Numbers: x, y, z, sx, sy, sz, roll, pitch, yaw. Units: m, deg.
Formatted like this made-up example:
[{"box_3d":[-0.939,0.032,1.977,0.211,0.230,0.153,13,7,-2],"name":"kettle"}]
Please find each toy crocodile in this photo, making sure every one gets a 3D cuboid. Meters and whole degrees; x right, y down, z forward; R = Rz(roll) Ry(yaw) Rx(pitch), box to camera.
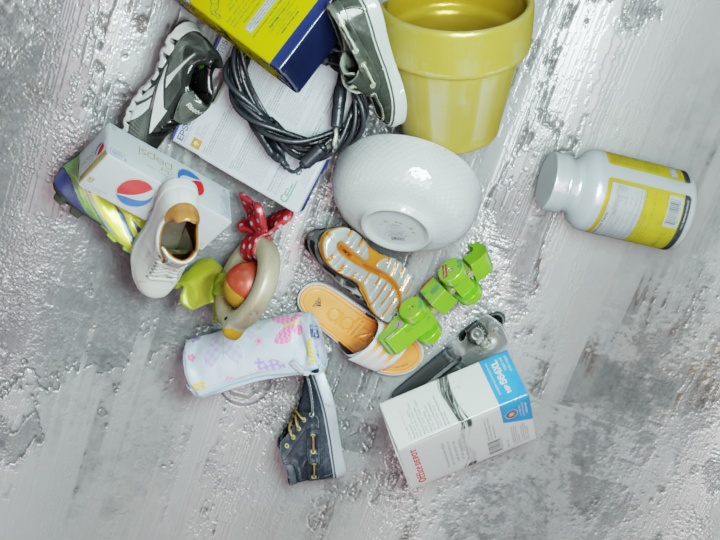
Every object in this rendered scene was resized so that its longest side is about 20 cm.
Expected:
[{"box_3d":[0.104,0.039,1.774,0.200,0.062,0.068,-43,131,1],"name":"toy crocodile"}]

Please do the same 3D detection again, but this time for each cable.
[{"box_3d":[-0.081,-0.234,1.616,0.163,0.051,0.201,-31,92,16],"name":"cable"}]

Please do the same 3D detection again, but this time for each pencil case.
[{"box_3d":[-0.144,0.118,1.768,0.199,0.083,0.091,-12,71,10],"name":"pencil case"}]

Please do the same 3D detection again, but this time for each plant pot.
[{"box_3d":[0.117,-0.261,1.623,0.200,0.201,0.190,-5,127,-4],"name":"plant pot"}]

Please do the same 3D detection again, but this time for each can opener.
[{"box_3d":[0.133,0.132,1.837,0.200,0.067,0.053,-41,90,23],"name":"can opener"}]

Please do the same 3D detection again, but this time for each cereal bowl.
[{"box_3d":[0.055,-0.085,1.672,0.199,0.084,0.200,11,148,7],"name":"cereal bowl"}]

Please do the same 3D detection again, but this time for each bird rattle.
[{"box_3d":[-0.146,0.004,1.709,0.200,0.163,0.112,-43,129,19],"name":"bird rattle"}]

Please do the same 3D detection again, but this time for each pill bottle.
[{"box_3d":[0.346,-0.101,1.739,0.199,0.112,0.113,13,109,-10],"name":"pill bottle"}]

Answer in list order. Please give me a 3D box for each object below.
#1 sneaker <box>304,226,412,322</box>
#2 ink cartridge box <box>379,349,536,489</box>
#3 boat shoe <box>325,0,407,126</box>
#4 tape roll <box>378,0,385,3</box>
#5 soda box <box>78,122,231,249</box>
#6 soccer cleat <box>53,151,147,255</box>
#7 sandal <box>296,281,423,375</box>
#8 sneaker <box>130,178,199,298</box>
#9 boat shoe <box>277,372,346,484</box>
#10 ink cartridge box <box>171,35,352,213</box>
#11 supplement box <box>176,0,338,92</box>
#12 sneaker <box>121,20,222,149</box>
[{"box_3d":[0.000,0.000,1.765,0.200,0.077,0.078,46,71,-36],"name":"sneaker"},{"box_3d":[0.138,0.213,1.810,0.199,0.085,0.146,-21,147,-2],"name":"ink cartridge box"},{"box_3d":[0.004,-0.249,1.538,0.063,0.071,0.201,-29,133,-10],"name":"boat shoe"},{"box_3d":[0.056,-0.401,1.550,0.200,0.200,0.066,-34,110,7],"name":"tape roll"},{"box_3d":[-0.265,-0.107,1.660,0.200,0.064,0.068,30,125,-33],"name":"soda box"},{"box_3d":[-0.313,-0.080,1.702,0.200,0.065,0.084,35,103,-16],"name":"soccer cleat"},{"box_3d":[-0.002,0.093,1.802,0.206,0.059,0.079,32,104,-16],"name":"sandal"},{"box_3d":[-0.251,-0.020,1.644,0.072,0.085,0.200,2,137,-20],"name":"sneaker"},{"box_3d":[-0.079,0.219,1.833,0.090,0.071,0.201,-12,113,-6],"name":"boat shoe"},{"box_3d":[-0.119,-0.209,1.676,0.199,0.043,0.197,31,105,6],"name":"ink cartridge box"},{"box_3d":[-0.130,-0.326,1.555,0.200,0.109,0.110,38,90,13],"name":"supplement box"},{"box_3d":[-0.240,-0.214,1.642,0.090,0.066,0.201,37,106,27],"name":"sneaker"}]
